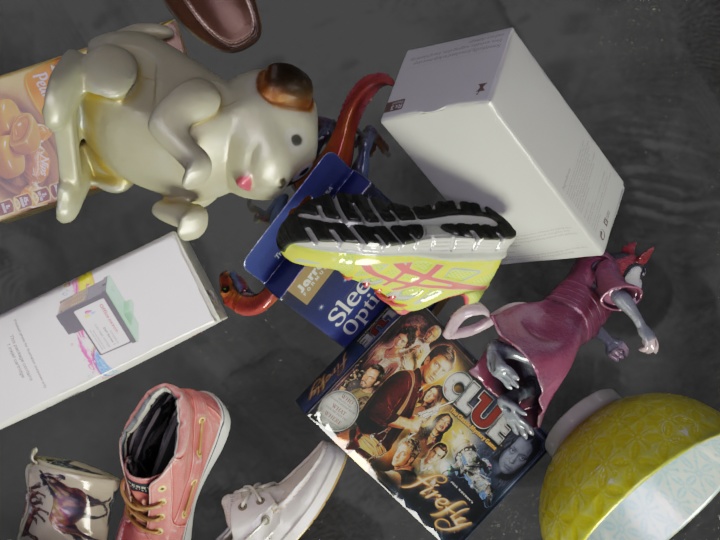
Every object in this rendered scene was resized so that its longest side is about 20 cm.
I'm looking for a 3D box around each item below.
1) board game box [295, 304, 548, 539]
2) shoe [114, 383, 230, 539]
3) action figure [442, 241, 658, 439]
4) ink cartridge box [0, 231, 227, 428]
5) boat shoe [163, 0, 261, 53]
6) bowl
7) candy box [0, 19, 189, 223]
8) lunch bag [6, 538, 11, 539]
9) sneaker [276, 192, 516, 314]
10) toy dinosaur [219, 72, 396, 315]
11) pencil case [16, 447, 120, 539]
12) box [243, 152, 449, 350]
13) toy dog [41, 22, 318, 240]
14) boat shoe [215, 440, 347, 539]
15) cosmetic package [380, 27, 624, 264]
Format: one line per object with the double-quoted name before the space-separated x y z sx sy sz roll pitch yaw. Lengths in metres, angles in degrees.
"board game box" 0.059 0.130 1.275 0.136 0.035 0.200 -46 114 -2
"shoe" -0.179 0.192 1.254 0.071 0.091 0.202 19 85 24
"action figure" 0.173 0.038 1.262 0.149 0.134 0.200 41 67 3
"ink cartridge box" -0.218 0.047 1.230 0.198 0.145 0.085 -26 91 -3
"boat shoe" -0.153 -0.273 1.259 0.075 0.072 0.201 -36 94 -2
"bowl" 0.219 0.167 1.266 0.200 0.200 0.108 -39 61 -2
"candy box" -0.232 -0.126 1.267 0.198 0.055 0.117 -19 92 -3
"lunch bag" -0.262 0.333 1.160 0.200 0.118 0.164 42 69 -3
"sneaker" 0.026 -0.004 1.176 0.197 0.078 0.091 4 121 -21
"toy dinosaur" -0.056 -0.053 1.242 0.104 0.201 0.183 23 59 10
"pencil case" -0.266 0.254 1.268 0.089 0.078 0.203 12 92 -27
"box" 0.000 0.000 1.241 0.122 0.032 0.200 -52 134 0
"toy dog" -0.131 -0.111 1.179 0.197 0.195 0.141 10 128 3
"boat shoe" -0.091 0.218 1.283 0.069 0.071 0.201 40 91 -5
"cosmetic package" 0.119 -0.096 1.214 0.200 0.112 0.082 49 51 -38
